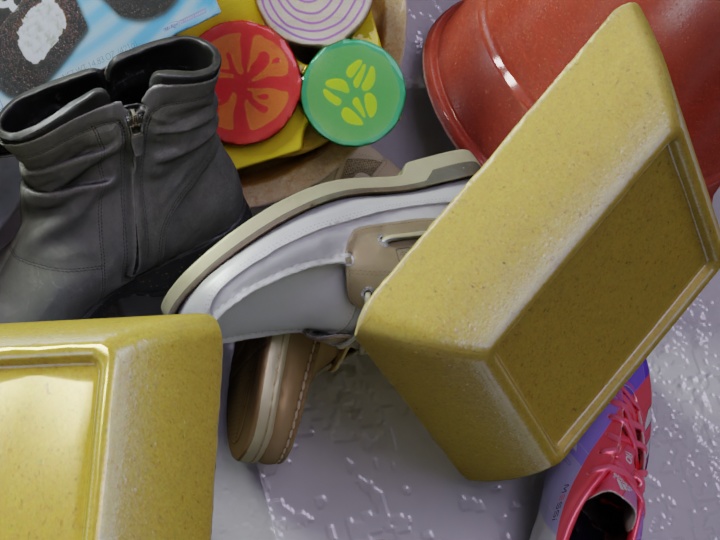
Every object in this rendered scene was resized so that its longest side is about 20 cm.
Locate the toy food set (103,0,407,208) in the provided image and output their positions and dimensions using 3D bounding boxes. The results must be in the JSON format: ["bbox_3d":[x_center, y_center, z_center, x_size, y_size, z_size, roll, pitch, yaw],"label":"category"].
[{"bbox_3d":[-0.070,-0.132,0.914,0.196,0.049,0.202,-17,90,-2],"label":"toy food set"}]

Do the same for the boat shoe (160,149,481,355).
[{"bbox_3d":[0.000,0.000,0.862,0.199,0.075,0.069,-22,71,-36],"label":"boat shoe"}]

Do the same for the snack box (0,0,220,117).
[{"bbox_3d":[-0.171,-0.129,0.813,0.199,0.037,0.117,-30,105,-26],"label":"snack box"}]

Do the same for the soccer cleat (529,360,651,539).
[{"bbox_3d":[0.127,0.108,0.954,0.068,0.073,0.201,26,56,-10],"label":"soccer cleat"}]

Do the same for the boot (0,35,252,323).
[{"bbox_3d":[-0.146,-0.028,0.834,0.199,0.131,0.068,-29,50,-11],"label":"boot"}]

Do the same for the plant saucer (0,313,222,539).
[{"bbox_3d":[-0.157,0.103,0.683,0.197,0.049,0.202,-4,64,10],"label":"plant saucer"}]

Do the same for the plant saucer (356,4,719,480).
[{"bbox_3d":[0.105,0.004,0.880,0.048,0.200,0.200,35,80,32],"label":"plant saucer"}]

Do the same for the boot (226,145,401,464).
[{"bbox_3d":[0.018,0.031,0.947,0.154,0.073,0.202,24,52,-13],"label":"boot"}]

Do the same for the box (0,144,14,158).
[{"bbox_3d":[-0.238,-0.123,0.825,0.198,0.049,0.163,-11,97,-27],"label":"box"}]

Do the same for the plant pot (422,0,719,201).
[{"bbox_3d":[0.167,-0.147,1.010,0.199,0.196,0.202,19,44,-19],"label":"plant pot"}]

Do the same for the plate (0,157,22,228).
[{"bbox_3d":[-0.225,-0.126,0.937,0.199,0.032,0.200,37,54,-3],"label":"plate"}]
